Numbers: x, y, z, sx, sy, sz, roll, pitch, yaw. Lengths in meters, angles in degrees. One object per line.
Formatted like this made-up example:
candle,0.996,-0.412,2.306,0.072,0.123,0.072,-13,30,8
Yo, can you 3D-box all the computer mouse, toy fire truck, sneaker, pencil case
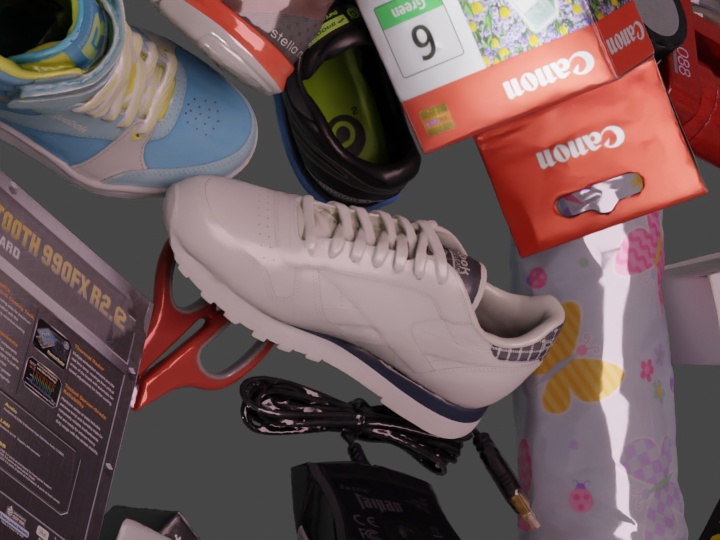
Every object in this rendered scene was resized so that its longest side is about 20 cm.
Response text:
computer mouse,0.027,0.123,1.262,0.140,0.200,0.046,10,116,-30
toy fire truck,0.170,-0.129,1.348,0.199,0.128,0.177,25,48,-34
sneaker,-0.023,-0.122,1.286,0.071,0.083,0.201,-30,101,-25
sneaker,-0.113,-0.086,1.209,0.199,0.130,0.080,17,78,-28
sneaker,0.000,0.000,1.279,0.199,0.080,0.077,27,40,-26
pencil case,0.115,0.044,1.351,0.091,0.083,0.202,-1,87,-65
sneaker,-0.089,-0.169,1.231,0.200,0.077,0.082,42,92,-2

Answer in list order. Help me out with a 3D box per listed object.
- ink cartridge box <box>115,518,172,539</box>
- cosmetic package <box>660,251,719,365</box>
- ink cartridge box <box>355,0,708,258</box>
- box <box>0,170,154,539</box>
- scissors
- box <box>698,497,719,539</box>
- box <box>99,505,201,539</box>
ink cartridge box,-0.080,0.230,1.177,0.160,0.047,0.201,29,68,-24
cosmetic package,0.240,0.006,1.424,0.199,0.082,0.051,-13,93,-28
ink cartridge box,0.067,-0.105,1.238,0.050,0.109,0.201,-33,101,-57
box,-0.178,0.030,1.149,0.200,0.048,0.159,43,44,-39
scissors,-0.107,0.062,1.269,0.073,0.014,0.200,47,66,-20
box,0.239,0.147,1.389,0.159,0.049,0.201,34,83,-40
box,-0.120,0.223,1.217,0.200,0.079,0.141,-45,111,-23
